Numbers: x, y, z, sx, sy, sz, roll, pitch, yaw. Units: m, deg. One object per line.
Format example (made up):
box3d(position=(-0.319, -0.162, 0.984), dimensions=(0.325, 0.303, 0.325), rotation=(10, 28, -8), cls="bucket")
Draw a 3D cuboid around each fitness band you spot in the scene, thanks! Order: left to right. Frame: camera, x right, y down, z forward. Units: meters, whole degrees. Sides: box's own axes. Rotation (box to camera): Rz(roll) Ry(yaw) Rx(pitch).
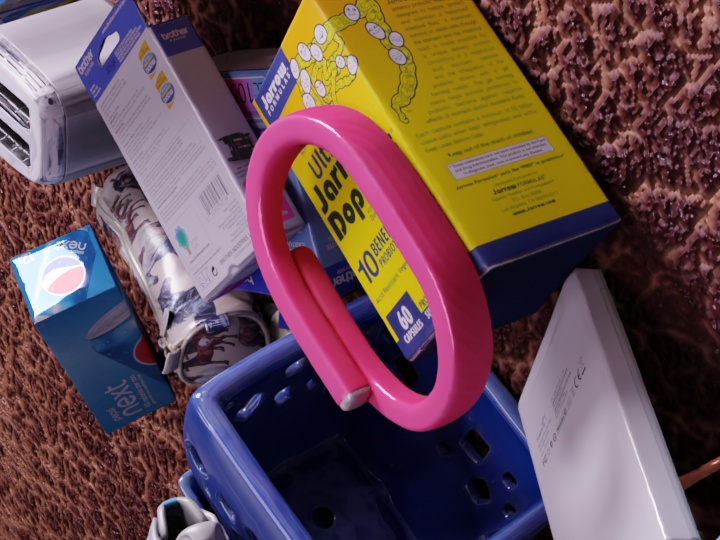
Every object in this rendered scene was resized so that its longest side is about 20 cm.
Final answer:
box3d(position=(0.000, 0.000, 0.805), dimensions=(0.200, 0.037, 0.144), rotation=(57, 144, 18), cls="fitness band")

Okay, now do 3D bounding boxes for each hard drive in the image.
box3d(position=(0.139, 0.115, 0.827), dimensions=(0.200, 0.026, 0.132), rotation=(-101, 18, -46), cls="hard drive")

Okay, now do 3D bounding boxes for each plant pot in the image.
box3d(position=(-0.005, 0.153, 0.984), dimensions=(0.200, 0.200, 0.180), rotation=(53, 149, 13), cls="plant pot")

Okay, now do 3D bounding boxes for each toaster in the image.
box3d(position=(-0.239, -0.148, 1.148), dimensions=(0.200, 0.129, 0.114), rotation=(40, 139, 30), cls="toaster")

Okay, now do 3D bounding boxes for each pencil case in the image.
box3d(position=(-0.147, -0.001, 1.123), dimensions=(0.078, 0.089, 0.200), rotation=(-58, 48, 30), cls="pencil case")

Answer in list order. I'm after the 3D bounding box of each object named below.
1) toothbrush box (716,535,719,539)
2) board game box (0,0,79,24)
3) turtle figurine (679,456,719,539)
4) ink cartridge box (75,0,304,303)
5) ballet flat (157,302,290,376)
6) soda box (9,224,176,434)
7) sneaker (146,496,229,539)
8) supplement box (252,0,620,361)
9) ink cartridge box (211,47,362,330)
box3d(position=(0.261, 0.149, 0.687), dimensions=(0.146, 0.085, 0.200), rotation=(42, 123, 24), cls="toothbrush box")
box3d(position=(-0.175, -0.228, 0.961), dimensions=(0.200, 0.195, 0.056), rotation=(-9, 104, 54), cls="board game box")
box3d(position=(0.228, 0.203, 0.823), dimensions=(0.161, 0.064, 0.200), rotation=(39, 120, 17), cls="turtle figurine")
box3d(position=(-0.123, -0.089, 0.986), dimensions=(0.200, 0.042, 0.119), rotation=(58, 145, 5), cls="ink cartridge box")
box3d(position=(-0.101, 0.069, 1.166), dimensions=(0.200, 0.057, 0.067), rotation=(-14, 100, 54), cls="ballet flat")
box3d(position=(-0.207, 0.051, 1.117), dimensions=(0.200, 0.068, 0.064), rotation=(78, 166, -60), cls="soda box")
box3d(position=(-0.120, 0.197, 0.967), dimensions=(0.200, 0.075, 0.087), rotation=(-21, 85, 64), cls="sneaker")
box3d(position=(0.040, -0.067, 0.845), dimensions=(0.200, 0.109, 0.109), rotation=(59, 144, 19), cls="supplement box")
box3d(position=(-0.053, -0.056, 1.018), dimensions=(0.136, 0.076, 0.201), rotation=(6, 117, 50), cls="ink cartridge box")
